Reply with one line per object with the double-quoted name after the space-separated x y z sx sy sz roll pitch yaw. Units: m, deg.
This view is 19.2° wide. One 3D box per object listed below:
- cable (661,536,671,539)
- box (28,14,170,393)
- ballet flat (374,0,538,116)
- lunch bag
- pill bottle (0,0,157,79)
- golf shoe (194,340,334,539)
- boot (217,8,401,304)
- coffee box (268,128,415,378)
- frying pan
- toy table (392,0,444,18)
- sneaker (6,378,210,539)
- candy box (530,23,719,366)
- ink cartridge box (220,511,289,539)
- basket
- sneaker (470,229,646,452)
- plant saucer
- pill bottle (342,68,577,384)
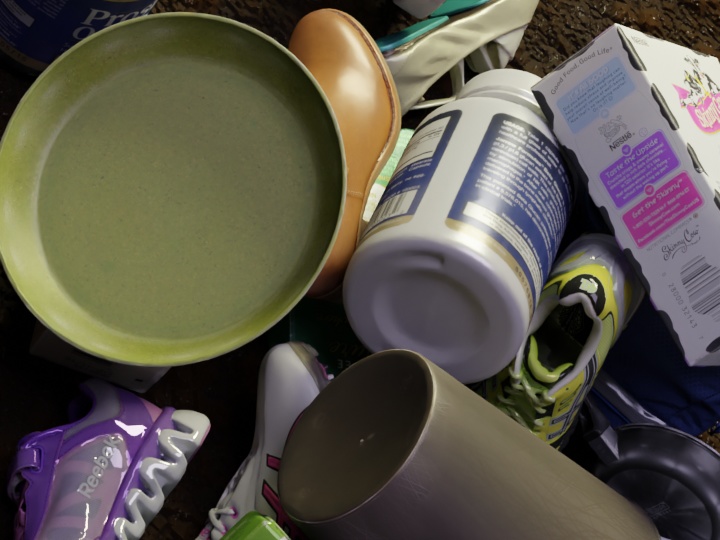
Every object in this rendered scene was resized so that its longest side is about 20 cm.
0.172 0.256 1.300 0.200 0.069 0.200 43 50 12 "cable"
-0.129 -0.041 1.272 0.077 0.095 0.201 20 57 -18 "box"
0.067 -0.155 1.471 0.200 0.069 0.070 -33 86 -36 "ballet flat"
0.179 0.031 1.400 0.200 0.132 0.136 45 34 -6 "lunch bag"
-0.157 -0.205 1.266 0.111 0.200 0.112 13 61 -24 "pill bottle"
-0.051 0.140 1.230 0.092 0.073 0.201 0 78 -14 "golf shoe"
-0.044 -0.084 1.267 0.155 0.076 0.201 27 60 -58 "boot"
0.000 0.000 1.360 0.122 0.044 0.201 9 63 -25 "coffee box"
0.179 0.116 1.345 0.031 0.114 0.191 -53 125 -42 "frying pan"
0.025 -0.255 1.428 0.117 0.200 0.184 32 96 -11 "toy table"
-0.166 0.137 1.180 0.088 0.081 0.200 35 49 -4 "sneaker"
0.211 -0.043 1.305 0.167 0.071 0.201 3 54 -59 "candy box"
-0.039 0.255 1.150 0.148 0.076 0.200 -43 94 -7 "ink cartridge box"
0.059 0.147 1.183 0.200 0.136 0.181 42 39 -30 "basket"
0.104 0.065 1.304 0.075 0.201 0.076 31 29 14 "sneaker"
-0.104 -0.042 1.167 0.199 0.031 0.201 -2 75 8 "plant saucer"
0.069 -0.034 1.279 0.111 0.111 0.200 37 42 -10 "pill bottle"
